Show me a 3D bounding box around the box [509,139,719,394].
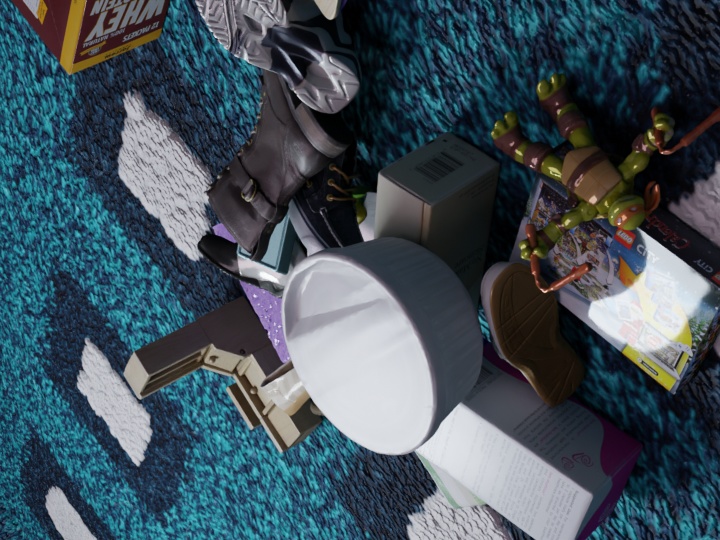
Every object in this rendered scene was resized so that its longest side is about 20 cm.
[{"bbox_3d":[0.228,-0.003,1.083,0.200,0.038,0.137,41,144,25],"label":"box"}]

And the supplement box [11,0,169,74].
[{"bbox_3d":[-0.323,-0.377,1.425,0.200,0.133,0.197,51,146,12],"label":"supplement box"}]

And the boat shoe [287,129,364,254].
[{"bbox_3d":[-0.030,-0.085,1.282,0.091,0.071,0.201,-42,66,24],"label":"boat shoe"}]

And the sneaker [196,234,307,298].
[{"bbox_3d":[-0.098,-0.018,1.465,0.199,0.074,0.089,23,99,19],"label":"sneaker"}]

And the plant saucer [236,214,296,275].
[{"bbox_3d":[-0.095,-0.094,1.385,0.070,0.019,0.201,23,114,20],"label":"plant saucer"}]

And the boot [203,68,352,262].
[{"bbox_3d":[-0.106,-0.131,1.269,0.174,0.069,0.200,-45,54,27],"label":"boot"}]

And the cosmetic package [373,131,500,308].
[{"bbox_3d":[0.069,-0.023,1.220,0.073,0.103,0.200,35,141,31],"label":"cosmetic package"}]

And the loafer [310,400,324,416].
[{"bbox_3d":[-0.001,0.148,1.488,0.200,0.076,0.068,-10,66,66],"label":"loafer"}]

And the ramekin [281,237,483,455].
[{"bbox_3d":[0.026,0.061,1.155,0.202,0.094,0.203,27,131,36],"label":"ramekin"}]

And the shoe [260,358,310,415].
[{"bbox_3d":[-0.053,0.106,1.479,0.053,0.070,0.200,40,128,-6],"label":"shoe"}]

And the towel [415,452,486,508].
[{"bbox_3d":[0.127,0.190,1.392,0.149,0.031,0.200,57,145,-1],"label":"towel"}]

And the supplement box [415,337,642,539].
[{"bbox_3d":[0.162,0.174,1.233,0.200,0.101,0.104,33,131,27],"label":"supplement box"}]

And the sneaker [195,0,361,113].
[{"bbox_3d":[-0.078,-0.252,1.198,0.199,0.130,0.080,33,118,-20],"label":"sneaker"}]

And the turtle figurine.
[{"bbox_3d":[0.192,-0.089,1.012,0.200,0.064,0.161,-47,55,17],"label":"turtle figurine"}]

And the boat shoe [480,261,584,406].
[{"bbox_3d":[0.148,0.054,1.167,0.069,0.071,0.200,41,168,44],"label":"boat shoe"}]

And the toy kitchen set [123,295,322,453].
[{"bbox_3d":[-0.193,0.182,1.663,0.200,0.180,0.163,56,149,12],"label":"toy kitchen set"}]

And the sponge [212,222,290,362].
[{"bbox_3d":[-0.108,0.017,1.556,0.111,0.030,0.201,-21,98,56],"label":"sponge"}]

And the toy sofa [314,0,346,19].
[{"bbox_3d":[0.002,-0.319,1.086,0.098,0.083,0.200,50,147,5],"label":"toy sofa"}]

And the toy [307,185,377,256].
[{"bbox_3d":[0.000,0.000,1.371,0.115,0.047,0.201,11,117,26],"label":"toy"}]
